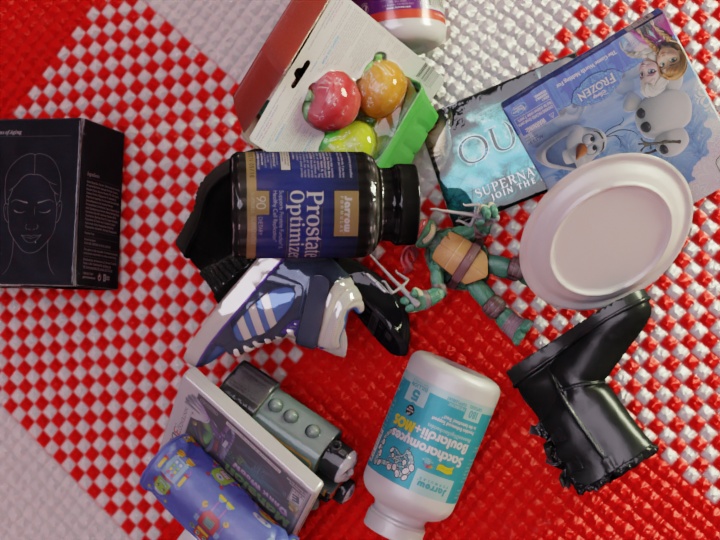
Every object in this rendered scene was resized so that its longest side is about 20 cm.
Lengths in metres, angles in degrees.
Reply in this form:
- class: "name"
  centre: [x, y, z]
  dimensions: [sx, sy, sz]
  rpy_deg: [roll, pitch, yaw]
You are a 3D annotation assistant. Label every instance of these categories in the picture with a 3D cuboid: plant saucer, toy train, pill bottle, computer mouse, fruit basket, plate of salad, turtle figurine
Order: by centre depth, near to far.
- class: "pill bottle"
  centre: [-0.040, -0.069, 1.479]
  dimensions: [0.197, 0.112, 0.114]
  rpy_deg: [-1, 86, -6]
- class: "plate of salad"
  centre: [0.259, -0.044, 1.496]
  dimensions: [0.199, 0.200, 0.048]
  rpy_deg: [-36, 38, 10]
- class: "plant saucer"
  centre: [-0.074, -0.269, 1.549]
  dimensions: [0.036, 0.199, 0.202]
  rpy_deg: [32, 70, -8]
- class: "fruit basket"
  centre: [-0.014, -0.181, 1.551]
  dimensions: [0.093, 0.199, 0.187]
  rpy_deg: [31, 91, 52]
- class: "pill bottle"
  centre: [0.072, 0.200, 1.561]
  dimensions: [0.110, 0.111, 0.203]
  rpy_deg: [22, 92, 16]
- class: "turtle figurine"
  centre: [0.118, -0.010, 1.570]
  dimensions: [0.198, 0.101, 0.151]
  rpy_deg: [31, 104, 2]
- class: "computer mouse"
  centre: [0.000, 0.000, 1.590]
  dimensions: [0.046, 0.141, 0.200]
  rpy_deg: [-38, 73, -18]
- class: "toy train"
  centre: [-0.088, 0.189, 1.597]
  dimensions: [0.199, 0.115, 0.085]
  rpy_deg: [34, 57, 15]
- class: "pill bottle"
  centre: [0.035, -0.351, 1.609]
  dimensions: [0.111, 0.112, 0.203]
  rpy_deg: [-8, 84, 15]

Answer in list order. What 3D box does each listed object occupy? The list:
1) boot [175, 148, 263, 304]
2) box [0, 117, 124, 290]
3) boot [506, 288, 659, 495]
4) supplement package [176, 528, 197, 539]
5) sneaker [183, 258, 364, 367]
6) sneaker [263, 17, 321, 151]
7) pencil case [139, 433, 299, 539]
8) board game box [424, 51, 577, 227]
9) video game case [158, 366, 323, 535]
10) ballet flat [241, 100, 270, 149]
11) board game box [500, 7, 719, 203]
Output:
- class: "boot"
  centre: [-0.125, -0.026, 1.614]
  dimensions: [0.159, 0.079, 0.212]
  rpy_deg: [55, 144, 16]
- class: "box"
  centre: [-0.402, -0.078, 1.707]
  dimensions: [0.197, 0.124, 0.200]
  rpy_deg: [1, 88, 16]
- class: "boot"
  centre: [0.268, 0.137, 1.530]
  dimensions: [0.197, 0.073, 0.164]
  rpy_deg: [-35, 75, 18]
- class: "supplement package"
  centre: [-0.201, 0.404, 1.622]
  dimensions: [0.113, 0.109, 0.201]
  rpy_deg: [38, 97, 15]
- class: "sneaker"
  centre: [-0.088, 0.068, 1.561]
  dimensions: [0.146, 0.081, 0.200]
  rpy_deg: [41, 103, -5]
- class: "sneaker"
  centre: [-0.062, -0.211, 1.605]
  dimensions: [0.079, 0.087, 0.203]
  rpy_deg: [14, 70, 1]
- class: "pencil case"
  centre: [-0.152, 0.271, 1.565]
  dimensions: [0.199, 0.087, 0.078]
  rpy_deg: [40, 112, 13]
- class: "board game box"
  centre: [0.177, -0.148, 1.599]
  dimensions: [0.198, 0.028, 0.137]
  rpy_deg: [-21, 82, 13]
- class: "video game case"
  centre: [-0.142, 0.226, 1.600]
  dimensions: [0.199, 0.023, 0.183]
  rpy_deg: [40, 141, 12]
- class: "ballet flat"
  centre: [-0.075, -0.112, 1.655]
  dimensions: [0.069, 0.069, 0.201]
  rpy_deg: [-40, 75, 9]
- class: "board game box"
  centre: [0.286, -0.145, 1.524]
  dimensions: [0.198, 0.043, 0.200]
  rpy_deg: [-30, 103, 11]
